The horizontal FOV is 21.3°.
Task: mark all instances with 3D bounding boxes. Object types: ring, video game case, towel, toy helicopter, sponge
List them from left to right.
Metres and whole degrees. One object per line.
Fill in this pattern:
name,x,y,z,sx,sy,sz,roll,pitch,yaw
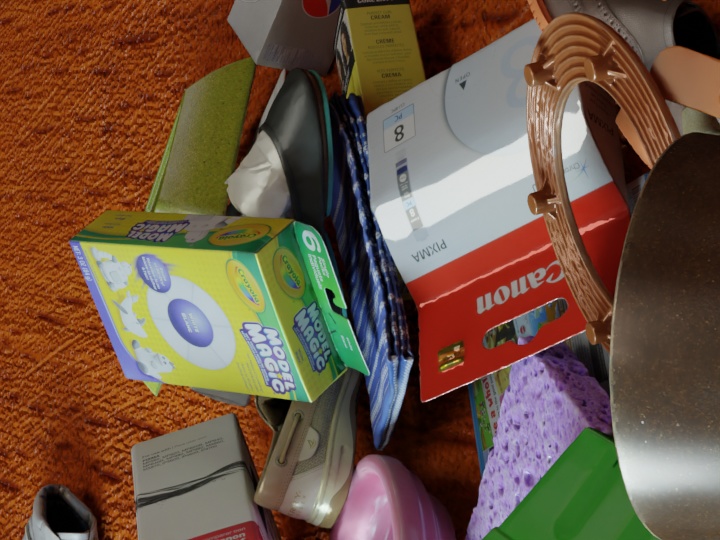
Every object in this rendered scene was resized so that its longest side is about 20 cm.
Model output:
towel,0.000,0.000,1.252,0.145,0.024,0.200,100,162,-62
sponge,0.102,0.148,1.115,0.112,0.030,0.200,-123,40,-56
video game case,0.127,0.045,1.147,0.200,0.018,0.143,-34,58,51
ring,0.126,-0.033,0.986,0.200,0.019,0.201,164,90,-76
toy helicopter,0.228,-0.083,0.897,0.200,0.132,0.079,-12,75,57

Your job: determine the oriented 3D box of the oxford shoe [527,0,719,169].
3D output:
oxford shoe,0.160,-0.134,1.077,0.073,0.071,0.200,-54,55,32

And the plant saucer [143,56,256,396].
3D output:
plant saucer,-0.139,-0.041,1.469,0.200,0.048,0.200,-83,13,-47

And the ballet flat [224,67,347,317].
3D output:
ballet flat,-0.049,-0.033,1.255,0.068,0.068,0.200,-133,33,-56

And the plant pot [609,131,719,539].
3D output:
plant pot,0.235,0.036,0.824,0.200,0.187,0.187,4,88,30

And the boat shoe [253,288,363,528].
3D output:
boat shoe,-0.037,0.085,1.315,0.072,0.065,0.200,114,166,-45

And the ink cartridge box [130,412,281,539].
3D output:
ink cartridge box,-0.094,0.211,1.308,0.200,0.084,0.145,-112,4,-65

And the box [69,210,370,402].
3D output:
box,-0.091,0.023,1.252,0.200,0.048,0.117,2,123,38

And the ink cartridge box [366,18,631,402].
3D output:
ink cartridge box,0.079,-0.041,1.137,0.160,0.047,0.200,-27,49,32

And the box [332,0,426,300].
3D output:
box,0.022,-0.085,1.286,0.075,0.050,0.200,106,156,-65

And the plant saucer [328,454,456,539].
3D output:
plant saucer,0.019,0.219,1.222,0.201,0.051,0.201,-173,90,-76

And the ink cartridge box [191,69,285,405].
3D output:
ink cartridge box,-0.071,-0.026,1.387,0.160,0.047,0.200,-95,25,-65

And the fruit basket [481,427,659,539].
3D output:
fruit basket,0.139,0.203,0.968,0.215,0.155,0.216,-31,47,41

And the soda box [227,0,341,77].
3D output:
soda box,-0.027,-0.246,1.400,0.200,0.063,0.068,-64,37,29

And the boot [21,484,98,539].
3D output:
boot,-0.258,0.272,1.674,0.200,0.073,0.096,50,133,50
